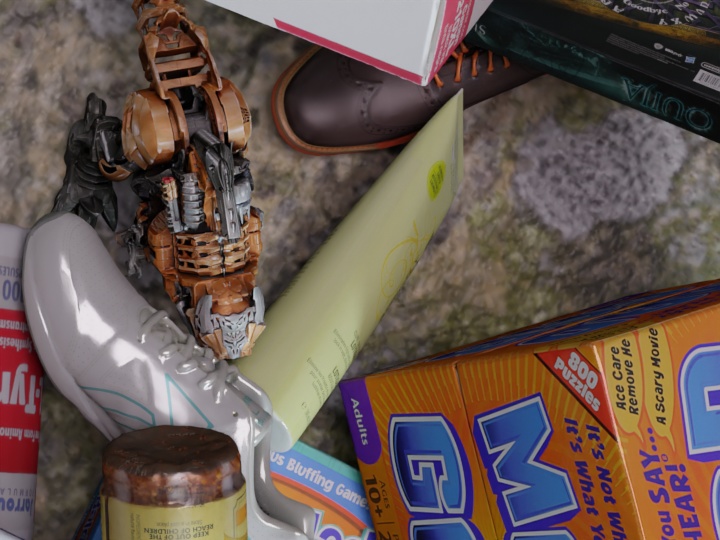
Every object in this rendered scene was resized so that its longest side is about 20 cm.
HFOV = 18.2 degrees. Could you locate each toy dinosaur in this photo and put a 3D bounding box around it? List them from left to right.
[{"bbox_3d":[-0.081,-0.059,1.071,0.102,0.136,0.201,11,83,-17],"label":"toy dinosaur"}]

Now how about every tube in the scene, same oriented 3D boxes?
[{"bbox_3d":[0.000,0.000,1.110,0.052,0.058,0.200,46,61,-18],"label":"tube"}]

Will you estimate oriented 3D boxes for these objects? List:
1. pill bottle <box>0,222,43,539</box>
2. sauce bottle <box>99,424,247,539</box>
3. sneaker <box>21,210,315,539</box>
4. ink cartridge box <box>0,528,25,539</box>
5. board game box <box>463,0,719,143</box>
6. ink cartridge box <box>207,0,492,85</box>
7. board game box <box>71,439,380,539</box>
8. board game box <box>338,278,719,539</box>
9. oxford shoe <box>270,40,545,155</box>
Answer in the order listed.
[{"bbox_3d":[-0.203,0.078,1.030,0.112,0.112,0.201,5,85,-19],"label":"pill bottle"},{"bbox_3d":[-0.079,0.170,0.979,0.066,0.066,0.201,-6,108,-19],"label":"sauce bottle"},{"bbox_3d":[-0.084,0.057,1.020,0.080,0.070,0.201,-25,97,23],"label":"sneaker"},{"bbox_3d":[-0.161,0.223,0.986,0.196,0.043,0.201,33,75,-40],"label":"ink cartridge box"},{"bbox_3d":[0.118,-0.146,1.127,0.200,0.028,0.135,24,48,15],"label":"board game box"},{"bbox_3d":[0.013,-0.193,1.069,0.144,0.085,0.200,23,43,13],"label":"ink cartridge box"},{"bbox_3d":[-0.077,0.173,1.103,0.152,0.045,0.201,27,77,-16],"label":"board game box"},{"bbox_3d":[0.144,0.118,1.079,0.200,0.200,0.201,-15,91,-35],"label":"board game box"},{"bbox_3d":[0.048,-0.115,1.153,0.200,0.073,0.071,-25,94,-19],"label":"oxford shoe"}]
